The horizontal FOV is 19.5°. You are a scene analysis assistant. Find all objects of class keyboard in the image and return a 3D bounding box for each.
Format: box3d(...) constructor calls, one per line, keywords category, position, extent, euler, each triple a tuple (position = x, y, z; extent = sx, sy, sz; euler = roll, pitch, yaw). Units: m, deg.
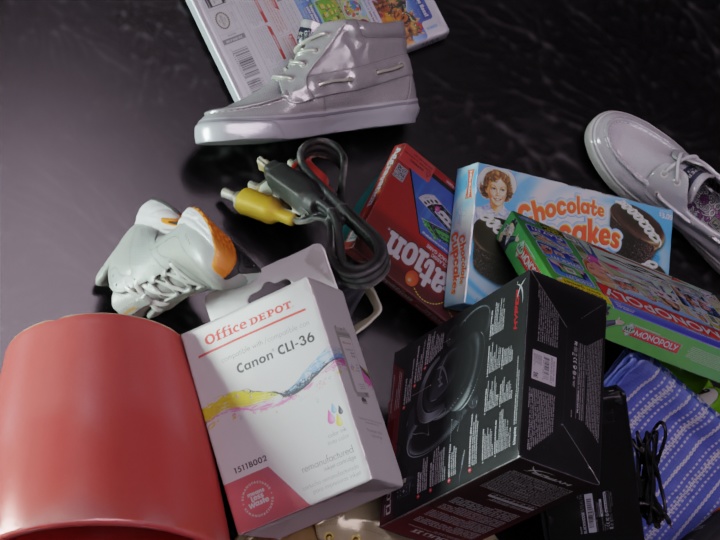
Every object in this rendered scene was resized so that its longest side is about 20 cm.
box3d(category="keyboard", position=(0.188, 0.176, 1.621), extent=(0.103, 0.040, 0.201), euler=(-9, 116, 2))

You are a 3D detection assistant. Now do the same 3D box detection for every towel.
box3d(category="towel", position=(0.232, 0.162, 1.654), extent=(0.200, 0.024, 0.145), euler=(37, 94, -30))

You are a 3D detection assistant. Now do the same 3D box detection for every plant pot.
box3d(category="plant pot", position=(-0.194, 0.141, 1.556), extent=(0.199, 0.201, 0.178), euler=(2, 61, -12))

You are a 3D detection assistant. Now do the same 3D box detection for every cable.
box3d(category="cable", position=(-0.024, -0.043, 1.664), extent=(0.097, 0.051, 0.200), euler=(-29, 45, -22))

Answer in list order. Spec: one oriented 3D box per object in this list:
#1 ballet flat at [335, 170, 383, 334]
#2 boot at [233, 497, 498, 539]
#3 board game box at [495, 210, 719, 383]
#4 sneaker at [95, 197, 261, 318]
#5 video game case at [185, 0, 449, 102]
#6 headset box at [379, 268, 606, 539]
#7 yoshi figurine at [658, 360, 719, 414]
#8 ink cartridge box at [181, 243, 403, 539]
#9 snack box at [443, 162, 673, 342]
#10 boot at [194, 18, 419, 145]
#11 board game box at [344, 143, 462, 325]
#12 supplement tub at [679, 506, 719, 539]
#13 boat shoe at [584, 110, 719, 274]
box3d(category="ballet flat", position=(0.000, 0.000, 1.705), extent=(0.073, 0.073, 0.200), euler=(36, 65, 0))
box3d(category="boot", position=(0.011, 0.225, 1.613), extent=(0.199, 0.073, 0.156), euler=(-26, 63, -25))
box3d(category="board game box", position=(0.212, 0.026, 1.643), extent=(0.199, 0.135, 0.029), euler=(21, 109, -21))
box3d(category="sneaker", position=(-0.144, 0.005, 1.608), extent=(0.076, 0.200, 0.092), euler=(45, 78, -18))
box3d(category="video game case", position=(-0.041, -0.229, 1.788), extent=(0.199, 0.018, 0.144), euler=(-23, 79, -18))
box3d(category="headset box", position=(0.091, 0.110, 1.547), extent=(0.077, 0.200, 0.150), euler=(21, 57, -25))
box3d(category="yoshi figurine", position=(0.207, 0.102, 1.698), extent=(0.199, 0.112, 0.113), euler=(-15, 67, -25))
box3d(category="ink cartridge box", position=(-0.058, 0.084, 1.557), extent=(0.116, 0.067, 0.201), euler=(-24, 71, 18))
box3d(category="snack box", position=(0.164, -0.011, 1.722), extent=(0.199, 0.037, 0.117), euler=(11, 78, -28))
box3d(category="boot", position=(-0.048, -0.157, 1.723), extent=(0.199, 0.073, 0.096), euler=(-9, 94, -27))
box3d(category="board game box", position=(0.082, -0.003, 1.707), extent=(0.200, 0.019, 0.103), euler=(37, 68, -24))
box3d(category="supplement tub", position=(0.286, 0.243, 1.613), extent=(0.200, 0.107, 0.107), euler=(-29, 80, -46))
box3d(category="boat shoe", position=(0.277, -0.068, 1.785), extent=(0.072, 0.069, 0.200), euler=(-41, 86, -21))
